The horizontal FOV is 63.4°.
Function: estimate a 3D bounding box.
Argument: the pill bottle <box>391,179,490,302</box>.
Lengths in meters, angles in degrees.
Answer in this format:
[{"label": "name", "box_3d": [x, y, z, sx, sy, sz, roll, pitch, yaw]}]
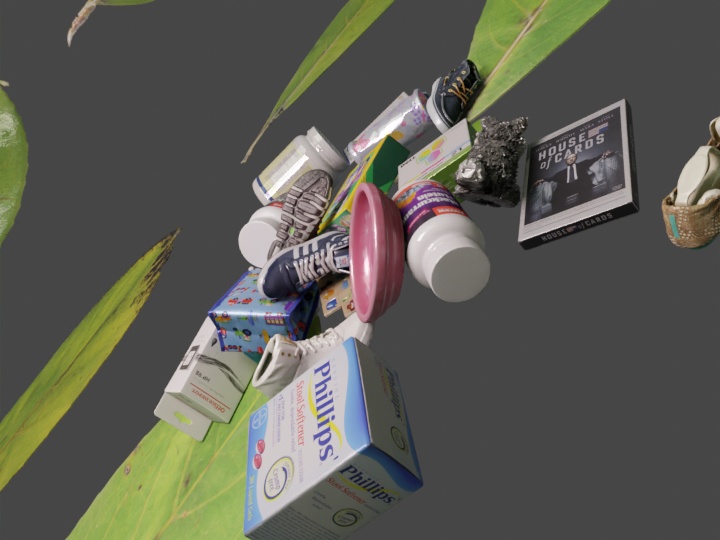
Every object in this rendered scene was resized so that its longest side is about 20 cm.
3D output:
[{"label": "pill bottle", "box_3d": [0.110, -0.043, 0.822, 0.111, 0.111, 0.201, -41, 29, 12]}]

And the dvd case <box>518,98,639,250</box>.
[{"label": "dvd case", "box_3d": [0.285, -0.128, 0.771, 0.149, 0.025, 0.202, -22, 39, 39]}]

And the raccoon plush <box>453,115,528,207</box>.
[{"label": "raccoon plush", "box_3d": [0.189, -0.166, 0.799, 0.200, 0.095, 0.136, 19, -96, -82]}]

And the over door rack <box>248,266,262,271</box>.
[{"label": "over door rack", "box_3d": [-0.219, 0.061, 1.208, 0.200, 0.067, 0.148, -45, 27, 7]}]

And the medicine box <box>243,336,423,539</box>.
[{"label": "medicine box", "box_3d": [-0.040, 0.218, 0.722, 0.199, 0.103, 0.183, -40, 29, 17]}]

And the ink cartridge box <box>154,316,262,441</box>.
[{"label": "ink cartridge box", "box_3d": [-0.269, 0.196, 1.061, 0.066, 0.116, 0.202, -11, 46, 46]}]

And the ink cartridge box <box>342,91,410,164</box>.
[{"label": "ink cartridge box", "box_3d": [0.047, -0.317, 1.330, 0.199, 0.037, 0.095, -40, 30, 11]}]

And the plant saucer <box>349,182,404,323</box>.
[{"label": "plant saucer", "box_3d": [0.023, -0.026, 0.853, 0.200, 0.050, 0.204, 179, 90, -80]}]

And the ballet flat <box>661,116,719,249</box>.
[{"label": "ballet flat", "box_3d": [0.371, -0.114, 0.588, 0.201, 0.065, 0.070, -55, 29, -11]}]

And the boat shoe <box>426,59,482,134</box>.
[{"label": "boat shoe", "box_3d": [0.184, -0.340, 1.123, 0.090, 0.071, 0.202, -34, 29, 33]}]

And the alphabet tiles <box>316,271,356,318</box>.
[{"label": "alphabet tiles", "box_3d": [0.000, 0.000, 0.999, 0.166, 0.008, 0.201, -31, 31, 6]}]

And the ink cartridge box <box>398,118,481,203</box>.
[{"label": "ink cartridge box", "box_3d": [0.141, -0.194, 1.001, 0.147, 0.076, 0.202, -33, 33, 27]}]

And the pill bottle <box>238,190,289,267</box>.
[{"label": "pill bottle", "box_3d": [-0.160, -0.085, 1.189, 0.115, 0.116, 0.200, -33, 10, 26]}]

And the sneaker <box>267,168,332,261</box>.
[{"label": "sneaker", "box_3d": [-0.100, -0.089, 1.075, 0.202, 0.075, 0.115, -61, -13, 10]}]

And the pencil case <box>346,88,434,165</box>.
[{"label": "pencil case", "box_3d": [0.068, -0.286, 1.212, 0.199, 0.083, 0.091, -33, 23, 26]}]

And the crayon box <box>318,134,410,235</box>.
[{"label": "crayon box", "box_3d": [-0.003, -0.138, 1.104, 0.174, 0.058, 0.200, -62, 13, -21]}]

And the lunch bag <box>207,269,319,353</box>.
[{"label": "lunch bag", "box_3d": [-0.159, 0.051, 1.056, 0.148, 0.095, 0.201, 1, 36, 15]}]

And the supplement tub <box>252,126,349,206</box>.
[{"label": "supplement tub", "box_3d": [-0.136, -0.218, 1.351, 0.200, 0.145, 0.145, -43, 29, 10]}]

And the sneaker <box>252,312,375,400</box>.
[{"label": "sneaker", "box_3d": [-0.073, 0.120, 0.878, 0.201, 0.116, 0.074, -49, 26, -6]}]

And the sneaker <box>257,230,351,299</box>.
[{"label": "sneaker", "box_3d": [-0.071, -0.009, 0.974, 0.199, 0.071, 0.108, -32, 27, -32]}]
